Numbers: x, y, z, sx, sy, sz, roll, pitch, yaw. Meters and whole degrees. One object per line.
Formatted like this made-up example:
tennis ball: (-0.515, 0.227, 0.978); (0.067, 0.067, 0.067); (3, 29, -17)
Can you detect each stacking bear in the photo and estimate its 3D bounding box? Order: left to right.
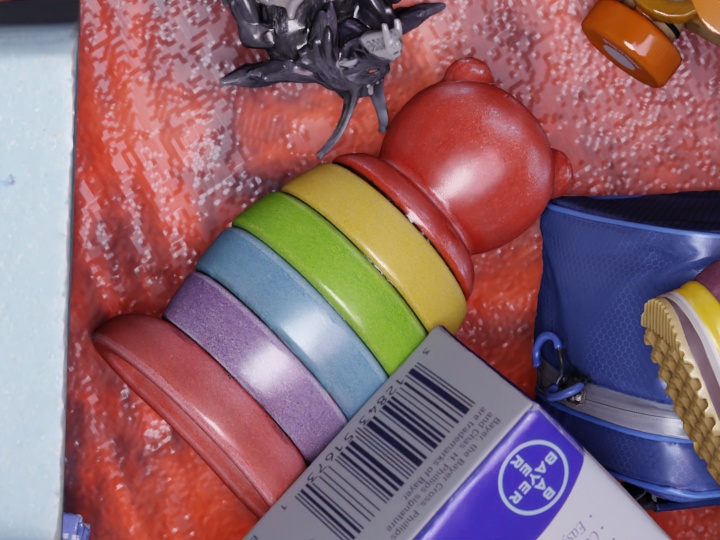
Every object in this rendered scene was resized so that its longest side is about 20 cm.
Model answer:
stacking bear: (0.000, 0.000, 1.103); (0.200, 0.114, 0.121); (-45, 91, -11)

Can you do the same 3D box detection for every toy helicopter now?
toy helicopter: (0.102, -0.159, 1.096); (0.200, 0.132, 0.079); (41, 87, -18)

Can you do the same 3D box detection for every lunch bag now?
lunch bag: (0.166, 0.038, 1.134); (0.199, 0.136, 0.133); (-3, 100, -26)

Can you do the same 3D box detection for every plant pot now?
plant pot: (-0.210, -0.008, 1.010); (0.199, 0.196, 0.197); (2, 99, -6)

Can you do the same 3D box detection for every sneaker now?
sneaker: (0.189, 0.081, 1.034); (0.090, 0.075, 0.200); (-27, 109, -5)

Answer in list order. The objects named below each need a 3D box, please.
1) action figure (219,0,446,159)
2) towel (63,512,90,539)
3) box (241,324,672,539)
action figure: (-0.014, -0.146, 1.083); (0.119, 0.102, 0.201); (-22, 104, -24)
towel: (-0.192, 0.190, 1.064); (0.144, 0.024, 0.201); (4, 69, 6)
box: (0.050, 0.162, 1.053); (0.184, 0.105, 0.200); (-48, 118, -4)
